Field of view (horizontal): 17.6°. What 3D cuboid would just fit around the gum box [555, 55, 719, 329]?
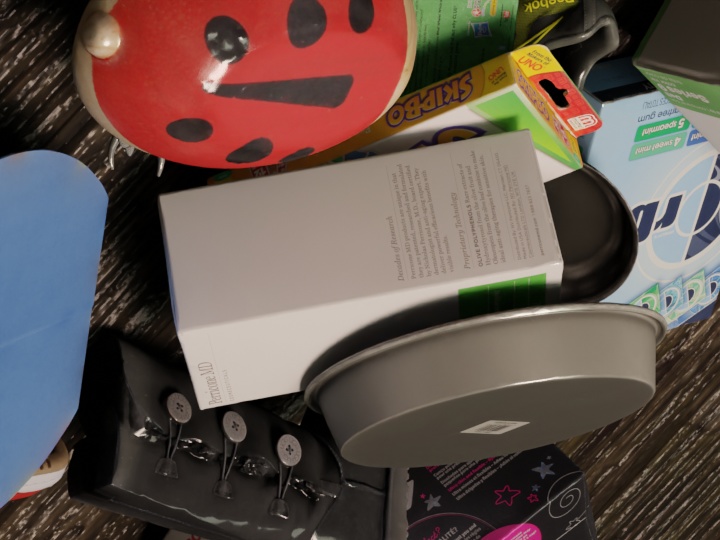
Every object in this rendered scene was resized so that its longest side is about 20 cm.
[{"bbox_3d":[0.176,-0.044,1.471,0.169,0.045,0.201,-16,132,-36],"label":"gum box"}]

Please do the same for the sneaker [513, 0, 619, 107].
[{"bbox_3d":[0.070,-0.084,1.296,0.074,0.085,0.201,8,117,-47],"label":"sneaker"}]

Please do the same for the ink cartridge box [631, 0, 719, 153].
[{"bbox_3d":[0.274,-0.125,1.400,0.200,0.087,0.146,37,78,-38],"label":"ink cartridge box"}]

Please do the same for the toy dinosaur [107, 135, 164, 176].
[{"bbox_3d":[-0.065,-0.148,1.132,0.200,0.077,0.103,-40,155,-18],"label":"toy dinosaur"}]

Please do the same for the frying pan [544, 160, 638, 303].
[{"bbox_3d":[0.124,0.004,1.401,0.191,0.114,0.031,65,29,-29],"label":"frying pan"}]

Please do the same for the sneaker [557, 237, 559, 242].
[{"bbox_3d":[0.073,0.033,1.377,0.086,0.080,0.200,-32,164,-27],"label":"sneaker"}]

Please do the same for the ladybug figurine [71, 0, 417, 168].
[{"bbox_3d":[-0.045,-0.101,1.067,0.199,0.072,0.136,-9,133,-45],"label":"ladybug figurine"}]

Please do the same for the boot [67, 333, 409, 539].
[{"bbox_3d":[-0.067,0.081,1.308,0.199,0.166,0.066,20,135,-28],"label":"boot"}]

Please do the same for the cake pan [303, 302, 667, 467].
[{"bbox_3d":[0.070,0.065,1.244,0.198,0.037,0.200,-10,164,-3],"label":"cake pan"}]

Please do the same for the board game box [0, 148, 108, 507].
[{"bbox_3d":[-0.190,0.031,1.108,0.158,0.039,0.202,-27,134,-53],"label":"board game box"}]

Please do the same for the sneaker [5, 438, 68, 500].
[{"bbox_3d":[-0.248,0.132,1.183,0.199,0.071,0.113,-3,121,-34],"label":"sneaker"}]

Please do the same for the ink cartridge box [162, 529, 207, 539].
[{"bbox_3d":[-0.049,0.235,1.349,0.084,0.201,0.145,0,136,-41],"label":"ink cartridge box"}]

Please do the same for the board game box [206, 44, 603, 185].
[{"bbox_3d":[0.027,-0.056,1.246,0.199,0.030,0.096,-24,146,17],"label":"board game box"}]

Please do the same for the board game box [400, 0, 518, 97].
[{"bbox_3d":[0.033,-0.165,1.191,0.104,0.024,0.201,4,129,-2],"label":"board game box"}]

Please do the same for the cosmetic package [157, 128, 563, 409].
[{"bbox_3d":[0.000,0.000,1.218,0.198,0.086,0.108,-12,155,-1],"label":"cosmetic package"}]

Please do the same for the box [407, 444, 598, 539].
[{"bbox_3d":[0.041,0.188,1.485,0.199,0.115,0.133,-35,143,-15],"label":"box"}]
